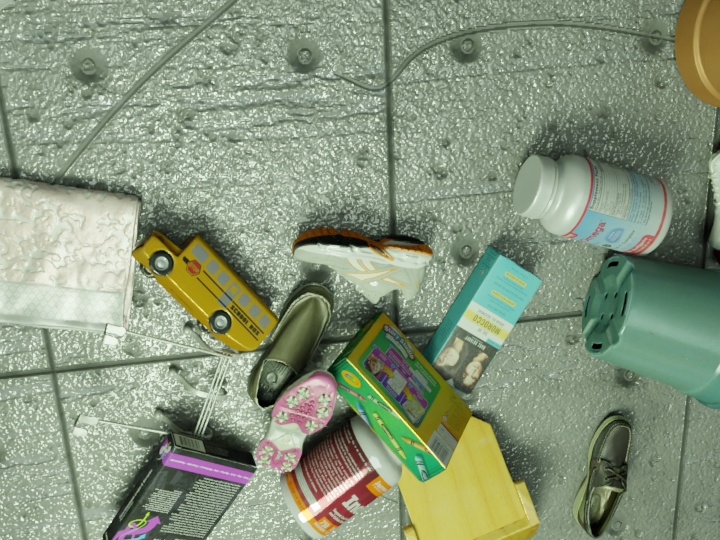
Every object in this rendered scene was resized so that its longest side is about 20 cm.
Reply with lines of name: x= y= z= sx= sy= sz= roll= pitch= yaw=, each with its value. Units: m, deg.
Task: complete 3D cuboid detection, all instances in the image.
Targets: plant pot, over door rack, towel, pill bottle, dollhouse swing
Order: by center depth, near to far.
towel: x=-0.395 y=-0.015 z=0.902 sx=0.195 sy=0.032 sz=0.196 roll=7 pitch=105 yaw=-12
plant pot: x=0.542 y=-0.313 z=0.907 sx=0.195 sy=0.140 sz=0.205 roll=-3 pitch=107 yaw=-9
over door rack: x=-0.276 y=0.150 z=0.943 sx=0.197 sy=0.066 sz=0.151 roll=13 pitch=105 yaw=-34
pill bottle: x=0.316 y=-0.094 z=0.952 sx=0.195 sy=0.109 sz=0.111 roll=12 pitch=105 yaw=-12
plant pot: x=0.436 y=0.074 z=0.987 sx=0.191 sy=0.201 sz=0.205 roll=14 pitch=104 yaw=-5
pill bottle: x=-0.012 y=0.287 z=1.010 sx=0.198 sy=0.113 sz=0.114 roll=-37 pitch=109 yaw=4
dollhouse swing: x=0.155 y=0.361 z=1.102 sx=0.196 sy=0.179 sz=0.183 roll=-21 pitch=150 yaw=-2

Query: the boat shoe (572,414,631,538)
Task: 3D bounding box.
boat shoe: x=0.402 y=0.336 z=1.117 sx=0.071 sy=0.065 sz=0.205 roll=7 pitch=104 yaw=-9

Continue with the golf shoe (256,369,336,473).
golf shoe: x=-0.087 y=0.191 z=0.956 sx=0.074 sy=0.092 sz=0.201 roll=27 pitch=126 yaw=-10

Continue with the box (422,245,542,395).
box: x=0.173 y=0.074 z=1.010 sx=0.081 sy=0.049 sz=0.203 roll=27 pitch=100 yaw=-16

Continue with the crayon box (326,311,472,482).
crayon box: x=0.056 y=0.171 z=0.955 sx=0.200 sy=0.119 sz=0.058 roll=48 pitch=129 yaw=-2

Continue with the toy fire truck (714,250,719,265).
toy fire truck: x=0.657 y=-0.047 z=1.035 sx=0.196 sy=0.114 sz=0.170 roll=16 pitch=129 yaw=-15

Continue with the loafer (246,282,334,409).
loafer: x=-0.095 y=0.113 z=0.968 sx=0.074 sy=0.070 sz=0.203 roll=24 pitch=101 yaw=-15

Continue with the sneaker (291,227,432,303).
sneaker: x=0.000 y=0.000 z=0.950 sx=0.195 sy=0.076 sz=0.094 roll=7 pitch=110 yaw=-10

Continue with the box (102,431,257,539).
box: x=-0.260 y=0.332 z=0.995 sx=0.141 sy=0.036 sz=0.202 roll=27 pitch=104 yaw=-37

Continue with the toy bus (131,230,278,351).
toy bus: x=-0.205 y=0.024 z=0.915 sx=0.201 sy=0.065 sz=0.079 roll=48 pitch=65 yaw=-18

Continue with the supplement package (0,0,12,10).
supplement package: x=-0.441 y=-0.337 z=0.753 sx=0.199 sy=0.114 sz=0.110 roll=-38 pitch=110 yaw=3

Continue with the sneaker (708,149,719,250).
sneaker: x=0.540 y=-0.132 z=1.007 sx=0.078 sy=0.070 sz=0.205 roll=16 pitch=108 yaw=10
